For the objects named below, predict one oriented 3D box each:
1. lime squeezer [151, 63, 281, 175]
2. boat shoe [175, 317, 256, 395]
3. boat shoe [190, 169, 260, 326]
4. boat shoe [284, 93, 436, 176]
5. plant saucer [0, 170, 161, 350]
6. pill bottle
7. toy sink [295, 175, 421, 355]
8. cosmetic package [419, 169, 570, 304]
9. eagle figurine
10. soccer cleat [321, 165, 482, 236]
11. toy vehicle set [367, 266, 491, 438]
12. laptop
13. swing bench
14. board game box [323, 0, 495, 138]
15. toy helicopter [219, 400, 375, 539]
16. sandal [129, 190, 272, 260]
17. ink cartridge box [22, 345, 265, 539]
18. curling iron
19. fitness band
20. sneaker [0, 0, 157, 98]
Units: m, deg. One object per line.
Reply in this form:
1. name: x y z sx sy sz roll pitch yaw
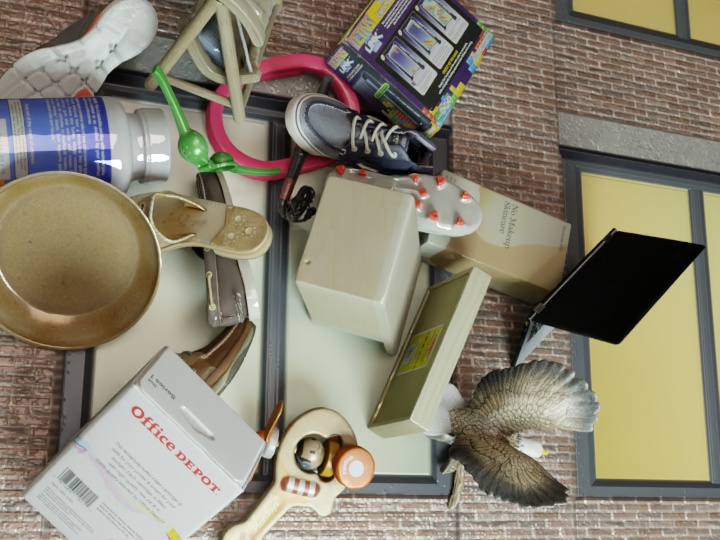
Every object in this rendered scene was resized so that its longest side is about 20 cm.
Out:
1. lime squeezer: -0.166 -0.138 1.066 0.199 0.037 0.071 38 36 -37
2. boat shoe: -0.190 0.123 1.041 0.074 0.076 0.201 39 65 -7
3. boat shoe: -0.163 -0.030 1.078 0.058 0.072 0.203 -14 65 -10
4. boat shoe: 0.007 -0.162 1.140 0.198 0.092 0.076 16 79 -47
5. plant saucer: -0.307 -0.013 0.997 0.196 0.036 0.204 -5 116 -10
6. pill bottle: -0.309 -0.129 1.027 0.197 0.112 0.114 -5 80 -24
7. toy sink: 0.000 0.000 1.118 0.110 0.200 0.132 13 71 11
8. cosmetic package: 0.166 -0.041 1.233 0.197 0.071 0.107 19 71 -18
9. eagle figurine: 0.169 0.192 1.109 0.149 0.200 0.154 -14 83 -24
10. soccer cleat: 0.050 -0.079 1.156 0.196 0.078 0.070 13 66 6
11. toy vehicle set: 0.080 0.099 1.135 0.026 0.124 0.202 30 68 -13
12. laptop: 0.300 0.049 1.183 0.116 0.201 0.187 39 63 22
13. swing bench: -0.147 -0.315 1.062 0.128 0.201 0.202 18 58 -9
14. board game box: 0.068 -0.286 1.239 0.165 0.057 0.201 39 55 -9
15. toy helicopter: -0.088 0.236 1.062 0.132 0.079 0.200 45 77 -14
16. sandal: -0.200 -0.060 1.023 0.208 0.070 0.079 7 67 15
17. ink cartridge box: -0.212 0.196 0.943 0.145 0.200 0.084 45 25 -7
18. curling iron: -0.062 -0.147 1.153 0.049 0.025 0.203 28 64 -40
19. fitness band: -0.094 -0.188 1.178 0.197 0.037 0.146 -17 88 -25
20. sneaker: -0.318 -0.240 1.081 0.198 0.082 0.078 -33 120 -7
